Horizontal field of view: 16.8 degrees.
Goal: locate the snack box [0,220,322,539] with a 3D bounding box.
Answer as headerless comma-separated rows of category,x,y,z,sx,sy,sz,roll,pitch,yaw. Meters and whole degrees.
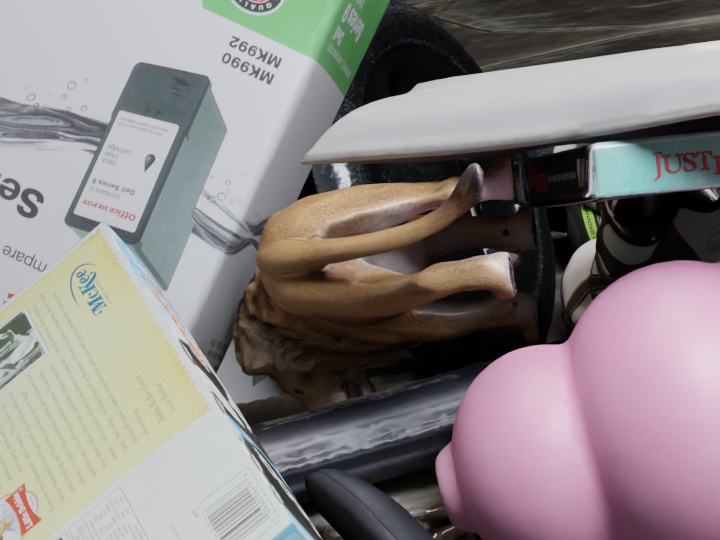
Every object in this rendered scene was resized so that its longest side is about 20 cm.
snack box,-0.092,0.074,0.799,0.116,0.037,0.200,-39,36,0

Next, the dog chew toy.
dog chew toy,0.122,0.046,0.806,0.199,0.125,0.125,-17,13,10

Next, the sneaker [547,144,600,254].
sneaker,0.146,-0.032,1.230,0.199,0.071,0.083,8,46,47

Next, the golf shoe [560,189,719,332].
golf shoe,0.134,-0.007,1.051,0.077,0.095,0.200,-14,13,-12

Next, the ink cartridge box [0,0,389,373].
ink cartridge box,-0.096,-0.054,0.947,0.145,0.201,0.084,24,-3,8

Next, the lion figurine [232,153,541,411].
lion figurine,0.000,0.000,0.870,0.121,0.073,0.200,-5,-18,7

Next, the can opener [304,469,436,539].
can opener,0.022,0.111,0.745,0.064,0.078,0.200,-60,31,-6

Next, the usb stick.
usb stick,0.008,0.059,0.865,0.199,0.033,0.055,-14,5,-16

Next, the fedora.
fedora,0.006,-0.024,1.076,0.091,0.202,0.201,-20,8,26

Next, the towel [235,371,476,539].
towel,-0.027,0.086,0.930,0.131,0.035,0.200,-9,14,0

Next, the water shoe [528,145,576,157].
water shoe,0.019,-0.040,1.231,0.199,0.072,0.079,-29,-24,29

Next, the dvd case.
dvd case,0.137,-0.040,0.877,0.145,0.022,0.200,-6,0,-3

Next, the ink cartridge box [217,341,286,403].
ink cartridge box,-0.090,0.017,1.147,0.145,0.085,0.200,-3,15,32

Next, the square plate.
square plate,0.112,-0.062,0.868,0.199,0.029,0.198,-5,2,37
